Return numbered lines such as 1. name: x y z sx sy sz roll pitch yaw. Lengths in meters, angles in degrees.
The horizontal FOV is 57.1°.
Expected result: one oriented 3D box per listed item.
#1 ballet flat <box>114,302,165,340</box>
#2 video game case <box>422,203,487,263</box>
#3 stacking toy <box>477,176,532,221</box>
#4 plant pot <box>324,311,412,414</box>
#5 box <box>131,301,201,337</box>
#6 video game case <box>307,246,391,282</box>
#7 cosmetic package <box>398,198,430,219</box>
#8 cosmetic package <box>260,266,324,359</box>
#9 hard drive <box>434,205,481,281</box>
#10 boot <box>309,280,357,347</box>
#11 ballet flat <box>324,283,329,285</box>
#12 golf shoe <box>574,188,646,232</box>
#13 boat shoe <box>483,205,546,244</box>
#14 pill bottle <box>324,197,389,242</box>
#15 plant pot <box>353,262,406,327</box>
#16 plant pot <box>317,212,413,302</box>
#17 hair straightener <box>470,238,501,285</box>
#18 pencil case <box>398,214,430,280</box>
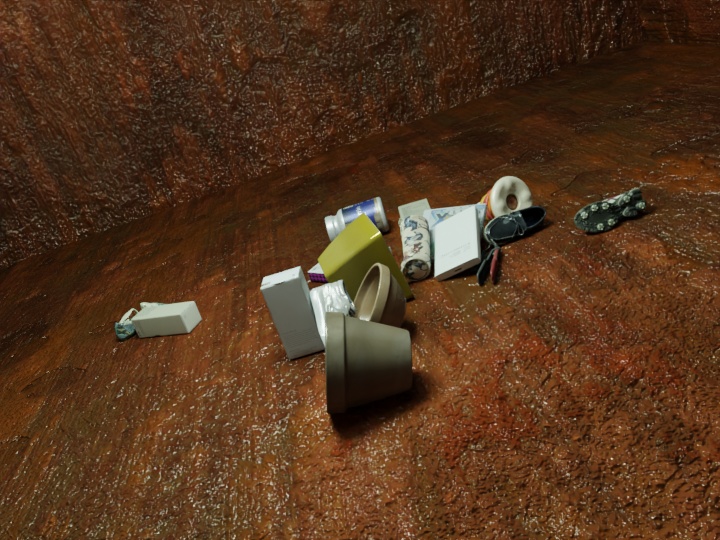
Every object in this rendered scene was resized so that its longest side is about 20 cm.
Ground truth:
1. ballet flat: -0.691 0.141 2.091 0.073 0.075 0.200 0 29 37
2. video game case: 0.250 -0.103 1.868 0.197 0.022 0.185 -3 55 33
3. stacking toy: 0.398 -0.186 1.954 0.145 0.148 0.199 -28 6 -23
4. plant pot: 0.014 0.181 1.326 0.170 0.204 0.201 -2 23 -1
5. box: -0.583 0.148 1.991 0.196 0.069 0.082 -6 26 26
6. video game case: -0.031 -0.020 1.983 0.197 0.036 0.181 3 31 42
7. cosmetic package: 0.179 -0.149 2.064 0.103 0.072 0.201 -15 23 6
8. cosmetic package: -0.158 0.103 1.586 0.100 0.203 0.074 -16 21 5
9. hard drive: 0.258 -0.074 1.772 0.130 0.027 0.202 -26 37 29
10. boot: -0.051 0.114 1.542 0.094 0.074 0.203 -21 62 5
11. ballet flat: -0.095 0.104 1.740 0.063 0.068 0.201 17 33 10
12. golf shoe: 0.643 -0.149 1.730 0.196 0.079 0.088 -18 2 -5
13. boat shoe: 0.424 -0.129 1.817 0.197 0.076 0.062 -21 -7 -16
14. pill bottle: -0.012 -0.158 2.177 0.196 0.118 0.116 -17 22 5
15. plant pot: 0.046 0.094 1.539 0.091 0.204 0.201 21 18 -13
16. plant pot: 0.000 0.000 1.733 0.175 0.202 0.200 -31 23 -1
17. hair straightener: 0.318 -0.025 1.710 0.076 0.041 0.201 -9 30 23
18. pencil case: 0.148 -0.064 1.818 0.087 0.079 0.202 3 44 0
